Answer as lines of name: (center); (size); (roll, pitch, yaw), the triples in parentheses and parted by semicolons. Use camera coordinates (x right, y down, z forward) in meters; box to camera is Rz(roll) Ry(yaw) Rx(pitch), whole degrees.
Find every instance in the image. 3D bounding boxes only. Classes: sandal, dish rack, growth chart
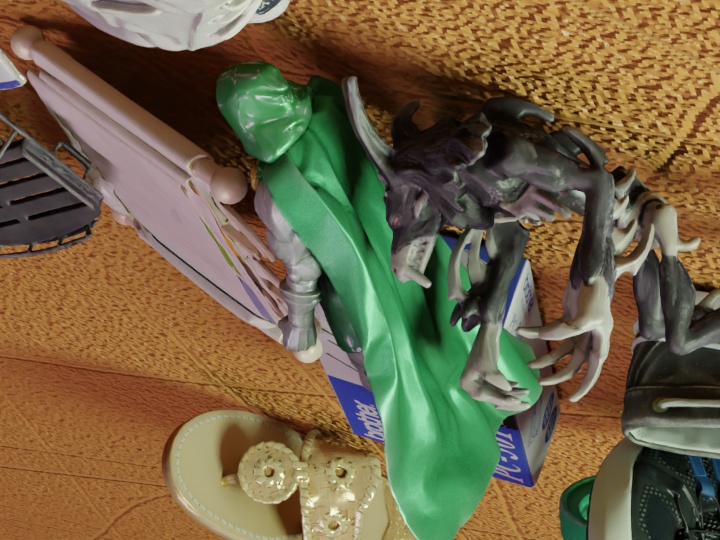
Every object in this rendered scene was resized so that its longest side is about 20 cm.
sandal: (-0.009, 0.117, 1.458); (0.070, 0.078, 0.212); (-23, 146, 35)
dish rack: (-0.206, -0.058, 1.096); (0.200, 0.055, 0.153); (39, 156, -25)
growth chart: (-0.072, -0.024, 1.078); (0.145, 0.018, 0.200); (37, 168, 22)

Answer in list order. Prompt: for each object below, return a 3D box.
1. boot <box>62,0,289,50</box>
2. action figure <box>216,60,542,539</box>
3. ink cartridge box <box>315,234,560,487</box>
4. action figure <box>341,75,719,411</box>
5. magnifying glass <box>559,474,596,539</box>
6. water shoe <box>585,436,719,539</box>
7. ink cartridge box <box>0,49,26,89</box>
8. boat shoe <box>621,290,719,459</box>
boot: (-0.045, -0.108, 0.821); (0.200, 0.074, 0.096); (14, 170, 42)
action figure: (0.000, 0.000, 0.997); (0.055, 0.118, 0.200); (-8, 129, 28)
ink cartridge box: (0.032, 0.036, 1.189); (0.094, 0.044, 0.200); (16, 162, 13)
action figure: (0.075, 0.001, 0.951); (0.200, 0.102, 0.119); (21, 174, -5)
magnifying glass: (0.160, 0.125, 1.181); (0.079, 0.022, 0.200); (-11, -160, -28)
water shoe: (0.152, 0.096, 1.114); (0.079, 0.072, 0.200); (1, -165, 24)
ink cartridge box: (-0.211, -0.136, 0.839); (0.196, 0.043, 0.200); (0, 137, 44)
boat shoe: (0.199, 0.063, 1.058); (0.200, 0.071, 0.072); (10, 160, 22)
